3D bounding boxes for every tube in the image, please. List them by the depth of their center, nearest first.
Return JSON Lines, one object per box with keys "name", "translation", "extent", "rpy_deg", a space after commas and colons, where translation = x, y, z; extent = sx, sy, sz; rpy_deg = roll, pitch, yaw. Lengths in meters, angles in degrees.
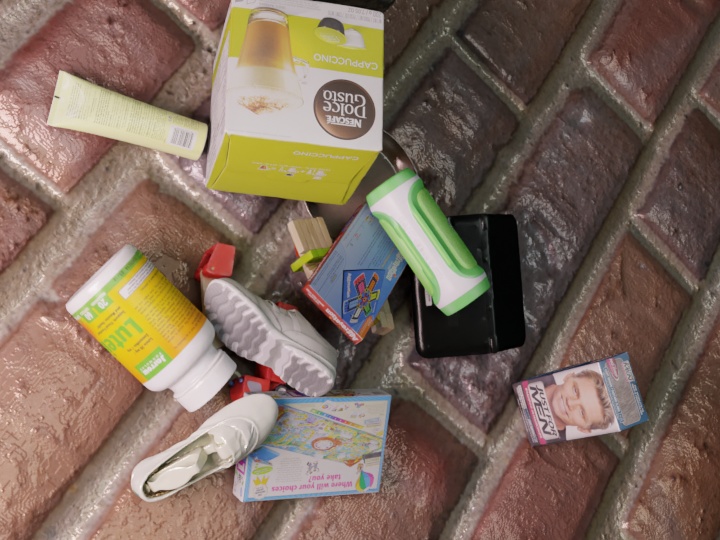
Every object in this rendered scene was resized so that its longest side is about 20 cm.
{"name": "tube", "translation": [-0.298, -0.195, 1.468], "extent": [0.199, 0.052, 0.058], "rpy_deg": [15, 28, -22]}

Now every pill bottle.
{"name": "pill bottle", "translation": [-0.249, 0.075, 1.379], "extent": [0.200, 0.111, 0.111], "rpy_deg": [46, 59, -11]}

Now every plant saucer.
{"name": "plant saucer", "translation": [-0.003, -0.115, 1.623], "extent": [0.199, 0.032, 0.201], "rpy_deg": [9, 71, -27]}

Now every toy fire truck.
{"name": "toy fire truck", "translation": [-0.154, 0.078, 1.471], "extent": [0.141, 0.049, 0.201], "rpy_deg": [18, 69, -25]}

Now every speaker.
{"name": "speaker", "translation": [0.093, -0.040, 1.567], "extent": [0.088, 0.088, 0.200], "rpy_deg": [-35, 90, -32]}

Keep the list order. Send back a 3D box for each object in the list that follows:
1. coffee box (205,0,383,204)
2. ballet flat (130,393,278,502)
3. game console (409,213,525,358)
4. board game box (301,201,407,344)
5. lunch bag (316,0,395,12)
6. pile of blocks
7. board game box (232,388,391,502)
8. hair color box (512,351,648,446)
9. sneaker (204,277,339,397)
{"name": "coffee box", "translation": [-0.088, -0.217, 1.480], "extent": [0.199, 0.200, 0.199], "rpy_deg": [6, 72, -14]}
{"name": "ballet flat", "translation": [-0.182, 0.219, 1.357], "extent": [0.199, 0.069, 0.070], "rpy_deg": [-30, 92, -4]}
{"name": "game console", "translation": [0.158, 0.021, 1.668], "extent": [0.175, 0.116, 0.201], "rpy_deg": [-5, 89, -1]}
{"name": "board game box", "translation": [0.000, 0.000, 1.530], "extent": [0.103, 0.019, 0.200], "rpy_deg": [45, 42, -11]}
{"name": "lunch bag", "translation": [-0.054, -0.449, 1.623], "extent": [0.199, 0.139, 0.169], "rpy_deg": [0, 77, -31]}
{"name": "pile of blocks", "translation": [-0.041, 0.020, 1.541], "extent": [0.200, 0.062, 0.082], "rpy_deg": [51, 41, -3]}
{"name": "board game box", "translation": [-0.060, 0.223, 1.462], "extent": [0.199, 0.034, 0.135], "rpy_deg": [3, 100, -30]}
{"name": "hair color box", "translation": [0.309, 0.186, 1.619], "extent": [0.060, 0.200, 0.100], "rpy_deg": [-13, 83, -32]}
{"name": "sneaker", "translation": [-0.112, 0.076, 1.438], "extent": [0.200, 0.075, 0.082], "rpy_deg": [41, 33, -10]}
